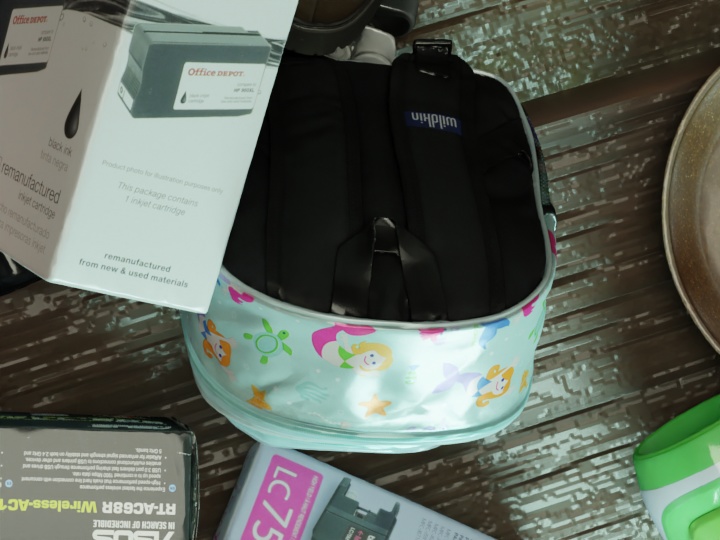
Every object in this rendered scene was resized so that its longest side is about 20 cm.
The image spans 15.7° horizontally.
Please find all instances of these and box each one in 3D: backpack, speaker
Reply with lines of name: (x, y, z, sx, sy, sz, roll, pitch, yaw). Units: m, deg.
backpack: (0.000, 0.000, 1.200, 0.177, 0.200, 0.151, 3, 122, -9)
speaker: (0.214, 0.160, 1.290, 0.088, 0.088, 0.200, -30, 94, -8)

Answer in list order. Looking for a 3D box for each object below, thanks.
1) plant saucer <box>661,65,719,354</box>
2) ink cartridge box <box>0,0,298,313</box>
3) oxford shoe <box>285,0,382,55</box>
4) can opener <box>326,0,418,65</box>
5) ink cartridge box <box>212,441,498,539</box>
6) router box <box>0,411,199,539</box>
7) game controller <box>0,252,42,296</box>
plant saucer: (0.245, -0.030, 1.321, 0.199, 0.037, 0.201, 0, 90, -8)
ink cartridge box: (-0.104, -0.101, 1.135, 0.084, 0.144, 0.201, 13, 98, -34)
oxford shoe: (0.015, -0.197, 1.238, 0.072, 0.085, 0.200, 22, 56, 1)
can opener: (-0.073, -0.135, 1.274, 0.199, 0.053, 0.067, 17, 52, -10)
ink cartridge box: (0.018, 0.175, 1.269, 0.199, 0.042, 0.120, 25, 70, -10)
router box: (-0.179, 0.097, 1.197, 0.199, 0.150, 0.062, 2, 90, -9)
game controller: (-0.190, -0.089, 1.246, 0.104, 0.042, 0.201, -24, 93, 5)
